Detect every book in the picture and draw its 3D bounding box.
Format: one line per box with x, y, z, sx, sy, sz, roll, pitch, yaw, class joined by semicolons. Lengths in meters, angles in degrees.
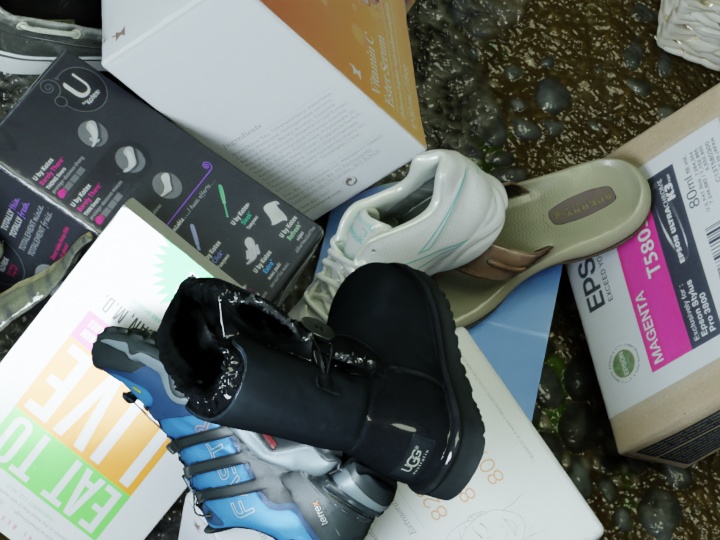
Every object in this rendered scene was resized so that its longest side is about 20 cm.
-0.145;0.077;1.556;0.133;0.048;0.200;38;100;-1;book

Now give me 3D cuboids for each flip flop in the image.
0.094;-0.022;1.694;0.199;0.058;0.081;-23;66;-4;flip flop

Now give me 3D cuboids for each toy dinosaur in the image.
-0.234;0.023;1.586;0.047;0.200;0.088;38;19;-37;toy dinosaur

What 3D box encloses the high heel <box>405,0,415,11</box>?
0.022;-0.256;1.860;0.096;0.067;0.200;37;59;-10;high heel

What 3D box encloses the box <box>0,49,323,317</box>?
-0.143;-0.019;1.636;0.200;0.122;0.106;35;53;1;box

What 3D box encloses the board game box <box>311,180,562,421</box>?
0.043;0.036;1.723;0.157;0.039;0.201;12;60;2;board game box

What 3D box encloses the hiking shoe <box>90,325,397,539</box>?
-0.080;0.102;1.475;0.200;0.074;0.087;32;97;21;hiking shoe

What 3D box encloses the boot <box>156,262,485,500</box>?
-0.030;0.035;1.446;0.168;0.077;0.200;23;24;-26;boot

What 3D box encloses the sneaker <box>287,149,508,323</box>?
0.000;0.000;1.645;0.200;0.080;0.070;-47;54;2;sneaker

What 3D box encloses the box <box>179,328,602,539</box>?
0.015;0.158;1.570;0.200;0.106;0.153;-30;75;-16;box

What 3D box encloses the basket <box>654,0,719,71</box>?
0.303;-0.244;1.927;0.135;0.123;0.201;19;58;-9;basket

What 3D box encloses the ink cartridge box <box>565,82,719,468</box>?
0.222;0.005;1.724;0.075;0.165;0.201;13;54;-45;ink cartridge box

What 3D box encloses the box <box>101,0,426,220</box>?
-0.063;-0.154;1.680;0.200;0.106;0.153;39;31;-39;box

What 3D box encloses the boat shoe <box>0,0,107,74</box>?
-0.155;-0.172;1.753;0.199;0.064;0.071;-10;66;-25;boat shoe
